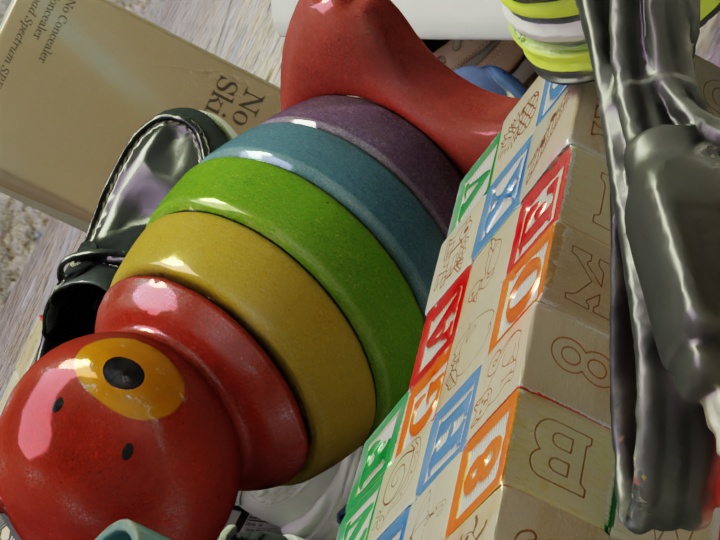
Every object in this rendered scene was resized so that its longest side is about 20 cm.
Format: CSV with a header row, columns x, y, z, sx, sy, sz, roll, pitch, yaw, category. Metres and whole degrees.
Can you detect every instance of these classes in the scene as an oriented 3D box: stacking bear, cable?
x,y,z,sx,sy,sz,roll,pitch,yaw,category
-0.035,0.020,0.721,0.200,0.121,0.114,-44,-17,-33,stacking bear
0.078,-0.022,0.511,0.097,0.050,0.201,111,158,-50,cable

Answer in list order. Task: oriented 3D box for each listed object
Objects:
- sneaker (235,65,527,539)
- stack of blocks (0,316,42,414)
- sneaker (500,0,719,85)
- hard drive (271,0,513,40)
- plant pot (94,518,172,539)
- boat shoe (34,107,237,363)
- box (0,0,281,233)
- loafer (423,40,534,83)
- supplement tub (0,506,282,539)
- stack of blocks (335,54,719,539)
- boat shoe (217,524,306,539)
x,y,z,sx,sy,sz,roll,pitch,yaw,category
0.000,0.000,0.843,0.201,0.088,0.075,-68,10,-22,sneaker
-0.138,0.137,1.074,0.201,0.115,0.059,-66,12,-2,stack of blocks
0.101,-0.138,0.580,0.200,0.081,0.074,-45,37,4,sneaker
0.026,-0.156,0.880,0.200,0.027,0.133,9,105,55,hard drive
-0.031,0.172,0.482,0.201,0.134,0.200,-60,12,21,plant pot
-0.090,0.025,0.858,0.066,0.074,0.201,35,-115,-57,boat shoe
-0.081,-0.049,1.032,0.095,0.199,0.078,-67,11,-8,box
0.043,-0.107,0.929,0.200,0.063,0.072,127,157,-50,loafer
-0.090,0.099,0.956,0.201,0.122,0.123,-62,11,14,supplement tub
0.046,0.041,0.607,0.115,0.058,0.201,-52,17,46,stack of blocks
-0.052,0.115,0.753,0.076,0.060,0.200,-64,9,-5,boat shoe
